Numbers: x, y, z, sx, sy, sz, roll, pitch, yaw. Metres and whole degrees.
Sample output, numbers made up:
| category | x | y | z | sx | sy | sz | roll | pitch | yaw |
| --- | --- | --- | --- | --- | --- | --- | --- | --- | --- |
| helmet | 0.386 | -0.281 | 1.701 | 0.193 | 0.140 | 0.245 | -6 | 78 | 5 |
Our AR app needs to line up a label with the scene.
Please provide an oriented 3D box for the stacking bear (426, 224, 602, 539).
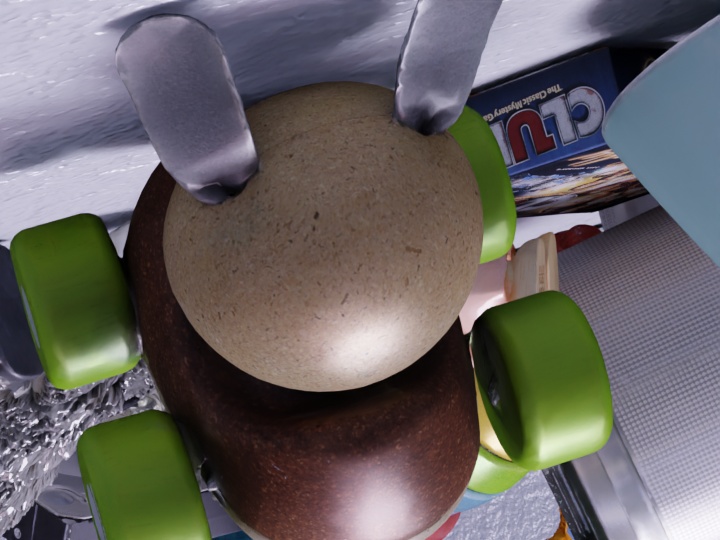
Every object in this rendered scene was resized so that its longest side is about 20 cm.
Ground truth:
| category | x | y | z | sx | sy | sz | roll | pitch | yaw |
| --- | --- | --- | --- | --- | --- | --- | --- | --- | --- |
| stacking bear | 0.066 | 0.052 | 1.108 | 0.200 | 0.122 | 0.114 | -38 | -175 | 28 |

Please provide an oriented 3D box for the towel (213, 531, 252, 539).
| category | x | y | z | sx | sy | sz | roll | pitch | yaw |
| --- | --- | --- | --- | --- | --- | --- | --- | --- | --- |
| towel | -0.029 | 0.194 | 1.297 | 0.146 | 0.022 | 0.200 | -12 | -153 | 3 |

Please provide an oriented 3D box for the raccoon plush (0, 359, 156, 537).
| category | x | y | z | sx | sy | sz | roll | pitch | yaw |
| --- | --- | --- | --- | --- | --- | --- | --- | --- | --- |
| raccoon plush | -0.143 | 0.093 | 0.981 | 0.133 | 0.201 | 0.097 | 7 | -154 | 36 |

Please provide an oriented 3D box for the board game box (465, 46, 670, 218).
| category | x | y | z | sx | sy | sz | roll | pitch | yaw |
| --- | --- | --- | --- | --- | --- | --- | --- | --- | --- |
| board game box | 0.096 | -0.053 | 0.881 | 0.135 | 0.035 | 0.200 | -18 | 173 | 36 |

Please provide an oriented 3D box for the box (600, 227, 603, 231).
| category | x | y | z | sx | sy | sz | roll | pitch | yaw |
| --- | --- | --- | --- | --- | --- | --- | --- | --- | --- |
| box | 0.180 | 0.021 | 1.518 | 0.199 | 0.098 | 0.124 | -16 | 174 | 25 |

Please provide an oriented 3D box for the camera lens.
| category | x | y | z | sx | sy | sz | roll | pitch | yaw |
| --- | --- | --- | --- | --- | --- | --- | --- | --- | --- |
| camera lens | 0.169 | 0.042 | 0.963 | 0.199 | 0.161 | 0.160 | -25 | 174 | 4 |

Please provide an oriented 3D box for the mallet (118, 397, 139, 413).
| category | x | y | z | sx | sy | sz | roll | pitch | yaw |
| --- | --- | --- | --- | --- | --- | --- | --- | --- | --- |
| mallet | -0.077 | 0.032 | 1.134 | 0.199 | 0.066 | 0.041 | -10 | 175 | -37 |

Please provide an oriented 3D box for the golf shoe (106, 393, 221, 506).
| category | x | y | z | sx | sy | sz | roll | pitch | yaw |
| --- | --- | --- | --- | --- | --- | --- | --- | --- | --- |
| golf shoe | -0.098 | 0.062 | 1.189 | 0.199 | 0.098 | 0.078 | 24 | 136 | -7 |

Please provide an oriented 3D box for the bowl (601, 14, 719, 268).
| category | x | y | z | sx | sy | sz | roll | pitch | yaw |
| --- | --- | --- | --- | --- | --- | --- | --- | --- | --- |
| bowl | 0.190 | -0.041 | 0.710 | 0.200 | 0.105 | 0.201 | -22 | 168 | -5 |

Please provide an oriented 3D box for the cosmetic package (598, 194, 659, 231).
| category | x | y | z | sx | sy | sz | roll | pitch | yaw |
| --- | --- | --- | --- | --- | --- | --- | --- | --- | --- |
| cosmetic package | 0.246 | 0.005 | 1.157 | 0.199 | 0.168 | 0.166 | -13 | 175 | 0 |

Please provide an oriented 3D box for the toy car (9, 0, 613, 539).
| category | x | y | z | sx | sy | sz | roll | pitch | yaw |
| --- | --- | --- | --- | --- | --- | --- | --- | --- | --- |
| toy car | -0.017 | -0.020 | 0.645 | 0.163 | 0.158 | 0.200 | -16 | 146 | -12 |

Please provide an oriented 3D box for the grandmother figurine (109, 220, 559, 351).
| category | x | y | z | sx | sy | sz | roll | pitch | yaw |
| --- | --- | --- | --- | --- | --- | --- | --- | --- | --- |
| grandmother figurine | -0.024 | 0.009 | 0.881 | 0.199 | 0.061 | 0.121 | 0 | 176 | 13 |

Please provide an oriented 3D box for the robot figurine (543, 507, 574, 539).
| category | x | y | z | sx | sy | sz | roll | pitch | yaw |
| --- | --- | --- | --- | --- | --- | --- | --- | --- | --- |
| robot figurine | 0.125 | 0.088 | 1.216 | 0.058 | 0.146 | 0.200 | -11 | 151 | -6 |

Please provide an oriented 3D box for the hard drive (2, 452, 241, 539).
| category | x | y | z | sx | sy | sz | roll | pitch | yaw |
| --- | --- | --- | --- | --- | --- | --- | --- | --- | --- |
| hard drive | -0.177 | 0.104 | 1.243 | 0.139 | 0.038 | 0.200 | -8 | -153 | -45 |

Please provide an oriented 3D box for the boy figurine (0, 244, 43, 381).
| category | x | y | z | sx | sy | sz | roll | pitch | yaw |
| --- | --- | --- | --- | --- | --- | --- | --- | --- | --- |
| boy figurine | -0.231 | 0.044 | 0.886 | 0.199 | 0.065 | 0.124 | -20 | 175 | 24 |
